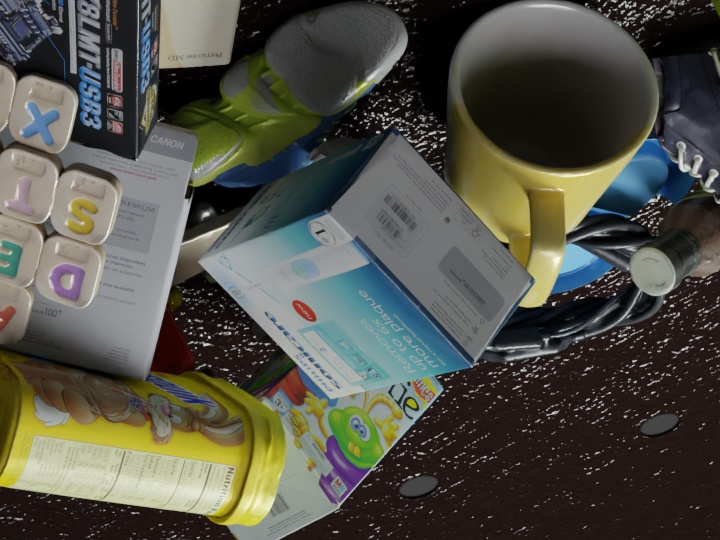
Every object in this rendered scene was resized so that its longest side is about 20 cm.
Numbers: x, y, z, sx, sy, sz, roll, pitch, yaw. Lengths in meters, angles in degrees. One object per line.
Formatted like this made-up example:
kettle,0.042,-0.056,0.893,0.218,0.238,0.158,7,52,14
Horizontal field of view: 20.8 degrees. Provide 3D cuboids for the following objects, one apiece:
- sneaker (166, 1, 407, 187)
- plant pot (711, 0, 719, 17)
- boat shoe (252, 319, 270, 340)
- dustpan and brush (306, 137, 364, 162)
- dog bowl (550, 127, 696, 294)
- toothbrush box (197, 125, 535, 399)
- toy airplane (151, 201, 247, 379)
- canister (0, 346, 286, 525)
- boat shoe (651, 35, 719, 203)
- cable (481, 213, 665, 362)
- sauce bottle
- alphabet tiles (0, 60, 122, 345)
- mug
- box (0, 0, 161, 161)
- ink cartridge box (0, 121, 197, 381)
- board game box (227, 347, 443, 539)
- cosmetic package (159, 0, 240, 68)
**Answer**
sneaker,-0.045,-0.122,1.407,0.200,0.076,0.105,-27,162,15
plant pot,0.330,-0.207,1.315,0.199,0.200,0.182,-23,152,10
boat shoe,-0.047,0.002,1.565,0.073,0.065,0.200,-20,170,-26
dustpan and brush,0.027,-0.053,1.455,0.139,0.200,0.057,35,109,-1
dog bowl,0.183,-0.058,1.584,0.111,0.050,0.200,11,137,-33
toothbrush box,0.000,0.000,1.347,0.146,0.085,0.200,47,153,-15
toy airplane,-0.184,0.018,1.488,0.200,0.141,0.199,18,102,-32
canister,-0.172,0.110,1.356,0.200,0.148,0.087,12,97,-32
boat shoe,0.272,-0.081,1.492,0.093,0.200,0.075,-7,-178,-5
cable,0.165,0.005,1.589,0.200,0.051,0.163,-9,140,-5
sauce bottle,0.278,-0.035,1.558,0.200,0.065,0.065,-30,164,-49
alphabet tiles,-0.255,-0.048,1.254,0.200,0.015,0.196,19,119,0
mug,0.117,-0.082,1.433,0.187,0.149,0.153,-52,169,-28
box,-0.221,-0.171,1.201,0.198,0.050,0.200,14,142,5
ink cartridge box,-0.221,-0.036,1.347,0.200,0.084,0.176,14,98,-5
board game box,-0.037,0.115,1.541,0.105,0.103,0.200,-31,-174,34
cosmetic package,-0.124,-0.218,1.225,0.105,0.071,0.200,-5,144,-14
